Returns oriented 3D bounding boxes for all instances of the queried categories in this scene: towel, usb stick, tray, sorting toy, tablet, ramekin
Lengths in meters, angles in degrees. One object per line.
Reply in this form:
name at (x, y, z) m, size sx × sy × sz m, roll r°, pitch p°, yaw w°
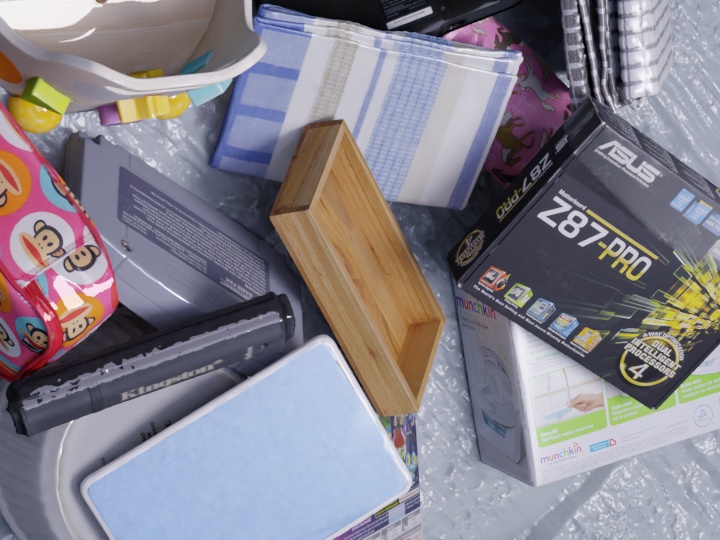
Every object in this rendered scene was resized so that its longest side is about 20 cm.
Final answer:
towel at (0.177, -0.206, 1.764) m, size 0.085 × 0.200 × 0.166 m, roll -5°, pitch 103°, yaw 11°
usb stick at (-0.139, 0.062, 1.608) m, size 0.200 × 0.055 × 0.033 m, roll -19°, pitch 62°, yaw -11°
tray at (0.000, 0.000, 1.739) m, size 0.200 × 0.037 × 0.099 m, roll 61°, pitch 33°, yaw -35°
sorting toy at (-0.150, -0.143, 1.622) m, size 0.200 × 0.180 × 0.107 m, roll -8°, pitch 101°, yaw -23°
towel at (0.004, -0.115, 1.731) m, size 0.200 × 0.024 × 0.147 m, roll 9°, pitch 129°, yaw -13°
tablet at (-0.076, 0.146, 1.653) m, size 0.200 × 0.014 × 0.130 m, roll -31°, pitch 105°, yaw -5°
ramekin at (-0.155, 0.130, 1.702) m, size 0.200 × 0.105 × 0.201 m, roll -4°, pitch 100°, yaw -25°

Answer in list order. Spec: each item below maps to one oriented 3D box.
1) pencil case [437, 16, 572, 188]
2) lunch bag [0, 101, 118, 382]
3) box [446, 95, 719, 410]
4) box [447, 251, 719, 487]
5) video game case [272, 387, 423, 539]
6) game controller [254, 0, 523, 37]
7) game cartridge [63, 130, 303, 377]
pencil case at (0.108, -0.118, 1.803) m, size 0.200 × 0.083 × 0.087 m, roll 46°, pitch 49°, yaw -23°
lunch bag at (-0.251, -0.027, 1.600) m, size 0.082 × 0.176 × 0.200 m, roll -36°, pitch 90°, yaw -25°
box at (0.188, -0.009, 1.734) m, size 0.200 × 0.049 × 0.161 m, roll 33°, pitch 109°, yaw -25°
box at (0.185, 0.049, 1.854) m, size 0.200 × 0.097 × 0.177 m, roll -16°, pitch 104°, yaw -22°
video game case at (-0.011, 0.185, 1.764) m, size 0.200 × 0.023 × 0.183 m, roll -20°, pitch 109°, yaw -58°
game controller at (0.023, -0.210, 1.730) m, size 0.200 × 0.042 × 0.105 m, roll -21°, pitch 94°, yaw 3°
game cartridge at (-0.125, -0.005, 1.685) m, size 0.200 × 0.133 × 0.041 m, roll 34°, pitch 114°, yaw -25°
